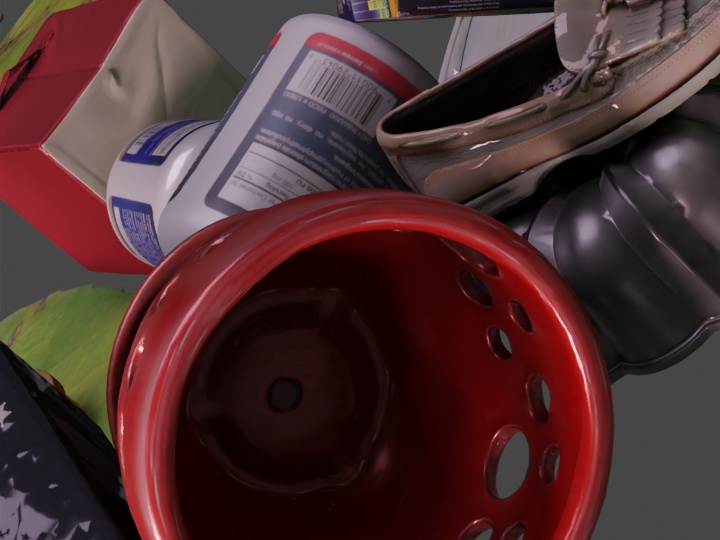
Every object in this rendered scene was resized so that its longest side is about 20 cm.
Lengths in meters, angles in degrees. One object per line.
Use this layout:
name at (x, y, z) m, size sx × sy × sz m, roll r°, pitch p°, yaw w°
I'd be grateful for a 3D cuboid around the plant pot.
plant pot at (-0.013, 0.065, 0.638) m, size 0.201 × 0.200 × 0.182 m, roll -54°, pitch 15°, yaw -8°

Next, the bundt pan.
bundt pan at (0.129, -0.049, 0.686) m, size 0.202 × 0.076 × 0.202 m, roll -39°, pitch 26°, yaw 23°

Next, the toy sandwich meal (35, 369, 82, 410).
toy sandwich meal at (-0.302, 0.173, 1.149) m, size 0.205 × 0.070 × 0.206 m, roll -40°, pitch 31°, yaw 29°

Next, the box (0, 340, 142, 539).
box at (-0.185, 0.166, 0.664) m, size 0.197 × 0.118 × 0.200 m, roll -42°, pitch 47°, yaw -6°

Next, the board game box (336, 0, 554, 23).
board game box at (0.096, -0.162, 0.747) m, size 0.165 × 0.199 × 0.057 m, roll -142°, pitch 47°, yaw -78°

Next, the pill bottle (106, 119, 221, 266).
pill bottle at (-0.103, -0.049, 1.041) m, size 0.120 × 0.120 × 0.200 m, roll -55°, pitch 24°, yaw -10°

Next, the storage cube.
storage cube at (-0.204, -0.113, 1.225) m, size 0.179 × 0.200 × 0.172 m, roll 2°, pitch 55°, yaw 53°

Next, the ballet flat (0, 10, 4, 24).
ballet flat at (-0.829, -0.514, 3.046) m, size 0.200 × 0.065 × 0.071 m, roll -29°, pitch 33°, yaw 41°

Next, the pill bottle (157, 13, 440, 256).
pill bottle at (-0.042, -0.029, 0.789) m, size 0.201 × 0.119 × 0.119 m, roll -58°, pitch 25°, yaw -14°

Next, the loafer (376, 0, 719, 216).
loafer at (0.091, -0.088, 0.635) m, size 0.200 × 0.063 × 0.072 m, roll -35°, pitch 28°, yaw 33°

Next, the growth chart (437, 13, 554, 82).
growth chart at (0.118, -0.174, 0.951) m, size 0.199 × 0.018 × 0.145 m, roll -25°, pitch 35°, yaw 45°
